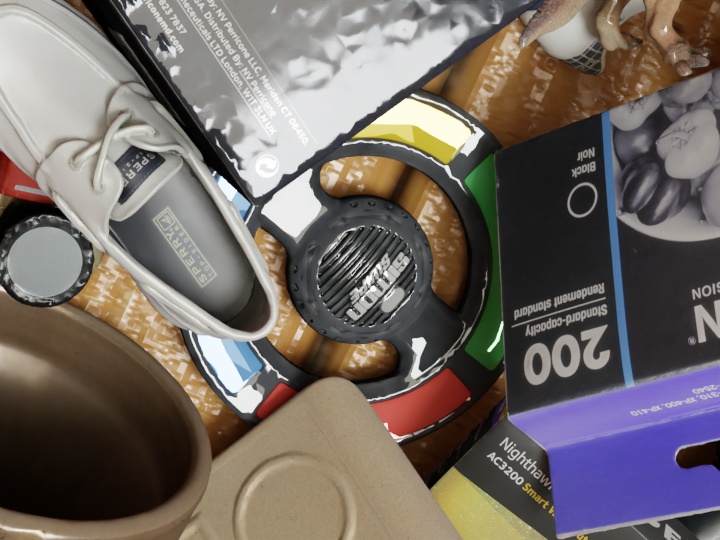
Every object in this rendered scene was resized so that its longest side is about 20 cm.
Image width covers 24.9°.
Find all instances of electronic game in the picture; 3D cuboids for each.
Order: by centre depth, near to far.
[{"bbox_3d":[0.000,0.000,0.857,0.199,0.042,0.201,-3,103,-15],"label":"electronic game"}]

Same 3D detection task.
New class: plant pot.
[{"bbox_3d":[-0.194,0.123,0.771,0.200,0.200,0.175,21,113,-18],"label":"plant pot"}]

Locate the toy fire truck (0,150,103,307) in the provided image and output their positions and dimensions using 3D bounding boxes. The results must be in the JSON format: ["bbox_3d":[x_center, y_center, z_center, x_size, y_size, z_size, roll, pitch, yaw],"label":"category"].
[{"bbox_3d":[-0.190,-0.107,0.753,0.175,0.129,0.201,11,107,-22],"label":"toy fire truck"}]

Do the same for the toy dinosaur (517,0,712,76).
[{"bbox_3d":[0.158,-0.175,0.771,0.199,0.086,0.136,-17,113,5],"label":"toy dinosaur"}]

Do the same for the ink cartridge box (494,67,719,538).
[{"bbox_3d":[0.154,0.010,0.758,0.043,0.198,0.201,19,60,-46],"label":"ink cartridge box"}]

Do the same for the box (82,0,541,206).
[{"bbox_3d":[-0.017,-0.144,0.736,0.198,0.200,0.123,-37,108,-4],"label":"box"}]

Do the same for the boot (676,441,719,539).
[{"bbox_3d":[0.202,0.096,0.916,0.199,0.076,0.169,-4,99,-9],"label":"boot"}]

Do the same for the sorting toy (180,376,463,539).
[{"bbox_3d":[-0.038,0.181,0.824,0.200,0.036,0.185,-36,69,1],"label":"sorting toy"}]

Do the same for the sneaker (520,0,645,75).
[{"bbox_3d":[0.157,-0.196,0.846,0.200,0.076,0.080,-47,118,6],"label":"sneaker"}]

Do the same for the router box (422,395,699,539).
[{"bbox_3d":[0.103,0.183,0.863,0.200,0.052,0.157,42,112,0],"label":"router box"}]

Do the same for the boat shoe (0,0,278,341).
[{"bbox_3d":[-0.101,-0.047,0.708,0.074,0.065,0.200,-49,117,-11],"label":"boat shoe"}]
